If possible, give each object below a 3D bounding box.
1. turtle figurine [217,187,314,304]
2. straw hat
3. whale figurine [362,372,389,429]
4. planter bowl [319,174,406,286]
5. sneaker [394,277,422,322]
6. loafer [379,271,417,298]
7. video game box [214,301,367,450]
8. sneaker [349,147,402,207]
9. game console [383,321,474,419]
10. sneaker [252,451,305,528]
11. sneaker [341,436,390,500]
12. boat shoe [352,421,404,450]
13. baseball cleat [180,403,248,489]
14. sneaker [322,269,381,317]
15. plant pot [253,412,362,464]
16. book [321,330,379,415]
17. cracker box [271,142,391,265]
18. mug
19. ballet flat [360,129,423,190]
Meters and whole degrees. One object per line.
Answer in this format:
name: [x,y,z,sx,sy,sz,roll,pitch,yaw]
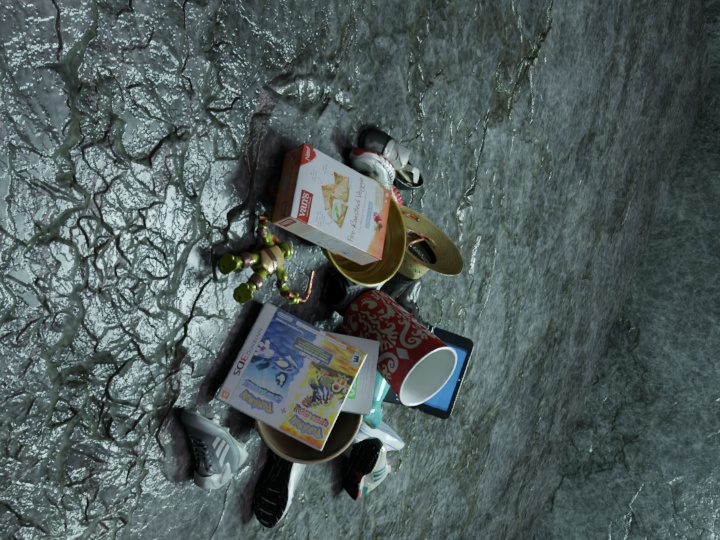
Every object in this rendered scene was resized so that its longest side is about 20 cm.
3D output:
turtle figurine: [-0.160,-0.023,1.372,0.161,0.064,0.201,-32,112,-51]
straw hat: [0.107,-0.035,1.722,0.201,0.201,0.085,-13,147,-55]
whale figurine: [0.028,0.209,1.681,0.159,0.103,0.201,52,27,-49]
planter bowl: [-0.017,-0.067,1.526,0.200,0.083,0.201,8,77,-39]
sneaker: [0.107,0.106,1.838,0.077,0.084,0.201,2,104,-58]
loafer: [0.052,0.028,1.741,0.071,0.073,0.200,-46,172,37]
video game box: [-0.116,0.178,1.427,0.183,0.199,0.047,-64,-176,-12]
sneaker: [0.024,-0.152,1.584,0.082,0.078,0.200,-56,145,-23]
game console: [0.154,0.227,1.941,0.171,0.118,0.201,23,85,-59]
sneaker: [-0.141,0.392,1.603,0.079,0.074,0.201,25,84,-64]
sneaker: [0.027,0.414,1.826,0.093,0.070,0.200,-19,143,-37]
boat shoe: [0.025,0.369,1.871,0.067,0.074,0.200,-47,139,3]
baseball cleat: [-0.248,0.300,1.387,0.107,0.070,0.200,-60,146,-20]
sneaker: [0.000,0.000,1.607,0.099,0.071,0.201,21,99,-58]
plant pot: [-0.101,0.246,1.531,0.201,0.200,0.093,-63,-171,-15]
book: [-0.074,0.172,1.481,0.048,0.199,0.134,141,-42,-75]
cracker box: [-0.044,-0.108,1.415,0.200,0.058,0.134,24,64,-35]
mug: [0.068,0.149,1.586,0.133,0.200,0.178,-34,143,-17]
ballet flat: [0.071,-0.214,1.637,0.200,0.068,0.068,35,73,-57]
